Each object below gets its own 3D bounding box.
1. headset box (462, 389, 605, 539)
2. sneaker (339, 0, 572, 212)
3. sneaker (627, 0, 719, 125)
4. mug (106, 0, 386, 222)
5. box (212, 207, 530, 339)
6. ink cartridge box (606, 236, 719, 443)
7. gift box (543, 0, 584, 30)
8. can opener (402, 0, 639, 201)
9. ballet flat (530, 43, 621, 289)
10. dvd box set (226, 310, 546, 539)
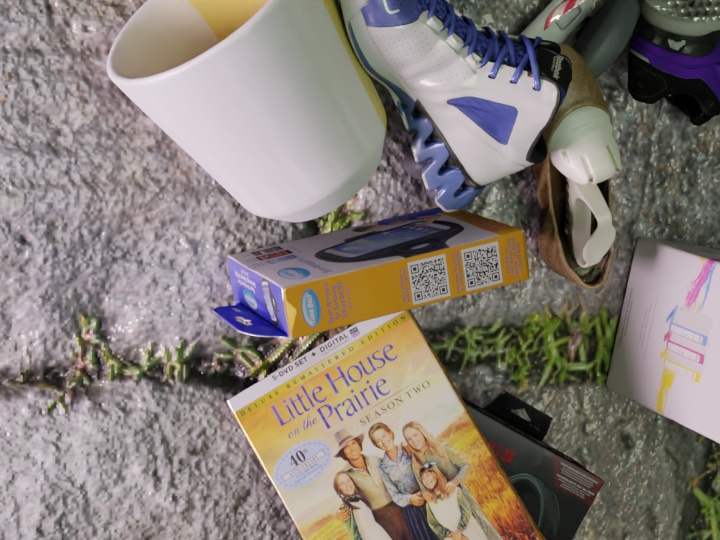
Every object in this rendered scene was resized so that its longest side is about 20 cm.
[{"bbox_3d":[0.073,0.185,1.140,0.149,0.077,0.200,31,89,-24],"label":"headset box"},{"bbox_3d":[0.072,-0.138,1.003,0.115,0.081,0.200,-18,124,20],"label":"sneaker"},{"bbox_3d":[0.276,-0.160,1.165,0.200,0.070,0.100,-5,123,-31],"label":"sneaker"},{"bbox_3d":[-0.045,-0.125,0.996,0.186,0.149,0.153,-39,120,-4],"label":"mug"},{"bbox_3d":[0.000,0.000,1.049,0.199,0.119,0.042,-12,105,-21],"label":"box"},{"bbox_3d":[0.297,0.059,1.139,0.128,0.200,0.126,8,98,-24],"label":"ink cartridge box"},{"bbox_3d":[0.097,-0.273,1.008,0.186,0.185,0.201,19,96,-16],"label":"gift box"},{"bbox_3d":[0.118,-0.129,1.100,0.200,0.067,0.053,-47,113,-8],"label":"can opener"},{"bbox_3d":[0.154,-0.064,1.087,0.068,0.072,0.200,-20,132,-13],"label":"ballet flat"},{"bbox_3d":[0.018,0.140,1.065,0.146,0.029,0.200,-30,83,3],"label":"dvd box set"}]
